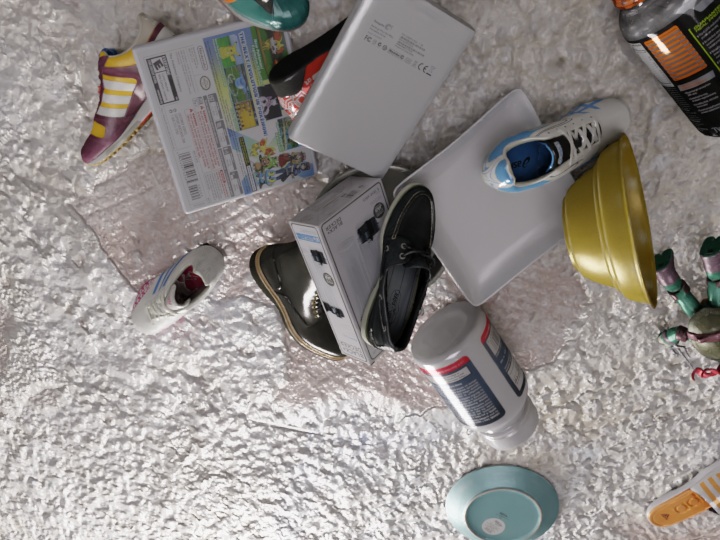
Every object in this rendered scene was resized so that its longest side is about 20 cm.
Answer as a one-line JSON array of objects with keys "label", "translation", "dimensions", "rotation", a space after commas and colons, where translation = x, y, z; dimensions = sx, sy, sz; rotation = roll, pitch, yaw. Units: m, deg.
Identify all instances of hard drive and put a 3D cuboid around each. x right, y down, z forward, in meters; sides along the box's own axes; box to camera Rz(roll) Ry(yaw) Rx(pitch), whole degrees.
[{"label": "hard drive", "translation": [0.021, -0.209, 0.735], "dimensions": [0.130, 0.027, 0.201], "rotation": [19, 123, -27]}]

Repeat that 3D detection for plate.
[{"label": "plate", "translation": [0.166, -0.087, 0.828], "dimensions": [0.199, 0.032, 0.200], "rotation": [-38, 112, 5]}, {"label": "plate", "translation": [0.245, 0.416, 1.136], "dimensions": [0.195, 0.026, 0.204], "rotation": [2, 120, 4]}]

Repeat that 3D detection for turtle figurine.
[{"label": "turtle figurine", "translation": [0.466, 0.060, 0.870], "dimensions": [0.148, 0.101, 0.202], "rotation": [-25, 109, 19]}]

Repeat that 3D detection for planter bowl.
[{"label": "planter bowl", "translation": [0.288, -0.051, 0.777], "dimensions": [0.082, 0.202, 0.203], "rotation": [-10, 120, 29]}]

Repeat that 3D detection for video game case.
[{"label": "video game case", "translation": [-0.155, -0.188, 0.797], "dimensions": [0.179, 0.022, 0.204], "rotation": [-18, 119, -12]}]

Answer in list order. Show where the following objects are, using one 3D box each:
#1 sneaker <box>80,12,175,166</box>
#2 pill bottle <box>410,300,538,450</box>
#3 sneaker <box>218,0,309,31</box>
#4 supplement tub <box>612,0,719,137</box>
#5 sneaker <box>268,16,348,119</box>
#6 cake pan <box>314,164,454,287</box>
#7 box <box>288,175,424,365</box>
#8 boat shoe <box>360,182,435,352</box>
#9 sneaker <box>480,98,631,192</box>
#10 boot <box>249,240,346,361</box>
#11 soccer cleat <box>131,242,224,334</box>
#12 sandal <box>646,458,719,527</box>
[{"label": "sneaker", "translation": [-0.293, -0.219, 0.807], "dimensions": [0.199, 0.075, 0.090], "rotation": [-41, 111, 15]}, {"label": "pill bottle", "translation": [0.169, 0.156, 0.940], "dimensions": [0.118, 0.120, 0.201], "rotation": [-28, 113, 20]}, {"label": "sneaker", "translation": [-0.140, -0.332, 0.706], "dimensions": [0.198, 0.080, 0.072], "rotation": [31, 86, -11]}, {"label": "supplement tub", "translation": [0.356, -0.249, 0.686], "dimensions": [0.199, 0.123, 0.122], "rotation": [42, 116, -18]}, {"label": "sneaker", "translation": [0.000, -0.231, 0.775], "dimensions": [0.198, 0.068, 0.109], "rotation": [-27, 133, 6]}, {"label": "cake pan", "translation": [0.029, -0.053, 0.883], "dimensions": [0.195, 0.037, 0.204], "rotation": [3, 120, 5]}, {"label": "box", "translation": [0.000, 0.000, 0.823], "dimensions": [0.059, 0.116, 0.203], "rotation": [11, 132, 47]}, {"label": "boat shoe", "translation": [0.055, 0.001, 0.772], "dimensions": [0.073, 0.066, 0.203], "rotation": [18, 94, -30]}, {"label": "sneaker", "translation": [0.235, -0.143, 0.765], "dimensions": [0.197, 0.072, 0.073], "rotation": [-25, 108, -9]}, {"label": "boot", "translation": [-0.053, 0.042, 0.890], "dimensions": [0.200, 0.078, 0.137], "rotation": [47, 147, -20]}, {"label": "soccer cleat", "translation": [-0.273, 0.038, 0.941], "dimensions": [0.070, 0.087, 0.199], "rotation": [42, 116, -18]}, {"label": "sandal", "translation": [0.558, 0.373, 1.056], "dimensions": [0.079, 0.060, 0.207], "rotation": [36, 117, -15]}]
